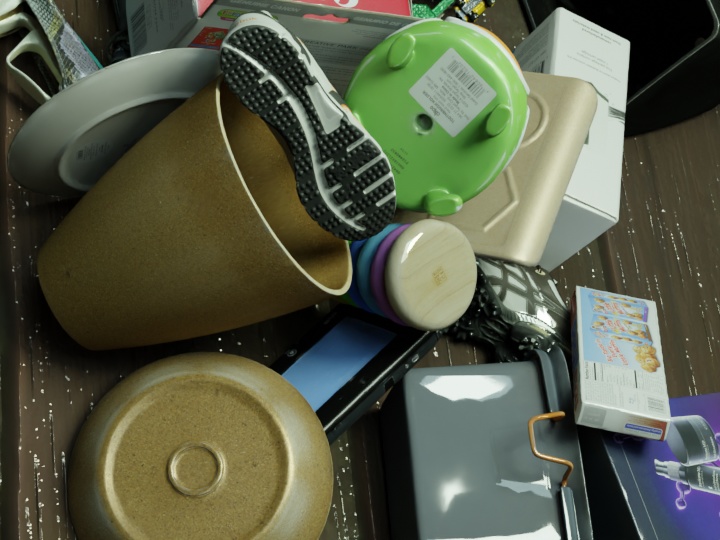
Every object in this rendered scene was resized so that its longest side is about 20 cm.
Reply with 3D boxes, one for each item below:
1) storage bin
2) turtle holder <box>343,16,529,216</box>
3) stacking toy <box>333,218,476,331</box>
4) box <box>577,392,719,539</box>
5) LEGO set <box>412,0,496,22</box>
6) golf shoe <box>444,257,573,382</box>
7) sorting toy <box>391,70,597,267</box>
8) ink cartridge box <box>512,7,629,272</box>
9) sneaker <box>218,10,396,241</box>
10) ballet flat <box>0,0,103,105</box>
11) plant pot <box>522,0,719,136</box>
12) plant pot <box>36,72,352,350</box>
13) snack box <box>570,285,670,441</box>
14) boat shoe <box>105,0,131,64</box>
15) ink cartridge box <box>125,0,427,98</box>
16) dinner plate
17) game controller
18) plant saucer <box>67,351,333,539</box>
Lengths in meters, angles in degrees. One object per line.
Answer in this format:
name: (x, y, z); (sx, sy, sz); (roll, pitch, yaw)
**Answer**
storage bin: (0.096, 0.162, 1.492); (0.134, 0.146, 0.201); (2, 62, -15)
turtle holder: (0.058, -0.109, 1.469); (0.141, 0.186, 0.132); (18, 23, 12)
stacking toy: (0.000, 0.000, 1.499); (0.085, 0.200, 0.086); (-2, 93, -37)
box: (0.257, 0.207, 1.496); (0.141, 0.079, 0.200); (-6, 62, -25)
LEGO set: (0.036, -0.290, 1.751); (0.200, 0.116, 0.154); (39, 82, 2)
golf shoe: (0.115, 0.021, 1.622); (0.200, 0.078, 0.095); (45, 41, -6)
sorting toy: (0.080, -0.093, 1.568); (0.199, 0.037, 0.186); (12, 62, 21)
ink cartridge box: (0.162, -0.106, 1.664); (0.084, 0.146, 0.201); (22, 56, -21)
sneaker: (-0.035, -0.112, 1.396); (0.200, 0.074, 0.080); (59, 9, -24)
ballet flat: (-0.270, -0.198, 1.544); (0.072, 0.072, 0.201); (-23, 74, -35)
plant pot: (0.300, -0.250, 1.799); (0.177, 0.200, 0.200); (2, 62, -39)
plant pot: (-0.138, -0.024, 1.421); (0.187, 0.200, 0.187); (53, 20, -29)
snack box: (0.210, 0.072, 1.532); (0.072, 0.024, 0.200); (11, 27, 0)
boat shoe: (-0.179, -0.176, 1.582); (0.066, 0.070, 0.201); (-14, 78, -34)
ink cartridge box: (-0.063, -0.208, 1.514); (0.199, 0.175, 0.084); (4, 69, -30)
dinner plate: (-0.175, -0.105, 1.454); (0.200, 0.200, 0.024); (-10, 65, -31)
game controller: (-0.024, 0.082, 1.483); (0.104, 0.042, 0.200); (25, 55, 38)
plant saucer: (-0.120, 0.151, 1.386); (0.199, 0.035, 0.201); (-1, 70, 1)
